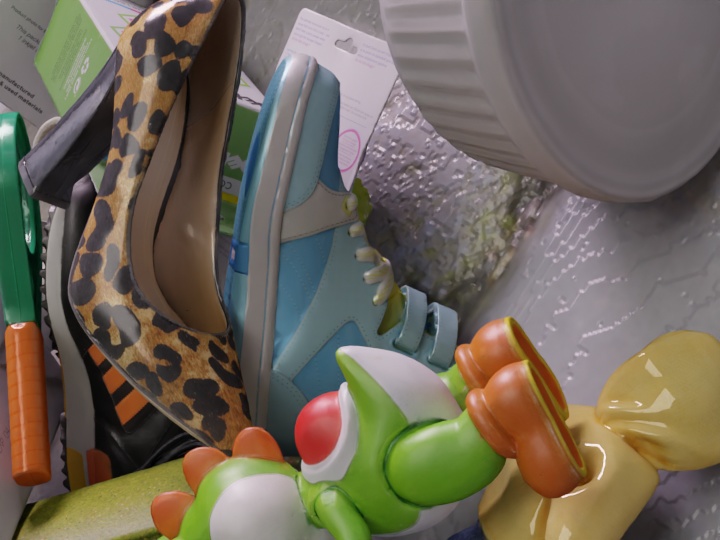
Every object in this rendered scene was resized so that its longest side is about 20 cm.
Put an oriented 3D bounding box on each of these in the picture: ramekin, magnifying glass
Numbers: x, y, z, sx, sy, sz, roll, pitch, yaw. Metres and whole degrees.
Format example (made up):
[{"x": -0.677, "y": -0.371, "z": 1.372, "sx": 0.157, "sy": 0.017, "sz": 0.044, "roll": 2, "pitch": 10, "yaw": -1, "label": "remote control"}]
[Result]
[{"x": 0.095, "y": -0.136, "z": 0.730, "sx": 0.094, "sy": 0.201, "sz": 0.204, "roll": 6, "pitch": 74, "yaw": 49, "label": "ramekin"}, {"x": -0.178, "y": 0.011, "z": 0.814, "sx": 0.022, "sy": 0.080, "sz": 0.202, "roll": -8, "pitch": 68, "yaw": -5, "label": "magnifying glass"}]

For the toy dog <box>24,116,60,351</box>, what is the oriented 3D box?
[{"x": -0.192, "y": 0.017, "z": 0.908, "sx": 0.132, "sy": 0.096, "sz": 0.200, "roll": 41, "pitch": 112, "yaw": 5, "label": "toy dog"}]

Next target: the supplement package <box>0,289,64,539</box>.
[{"x": -0.249, "y": 0.073, "z": 0.780, "sx": 0.110, "sy": 0.157, "sz": 0.201, "roll": -24, "pitch": 23, "yaw": 15, "label": "supplement package"}]

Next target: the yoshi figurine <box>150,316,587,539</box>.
[{"x": 0.003, "y": 0.112, "z": 0.670, "sx": 0.199, "sy": 0.112, "sz": 0.113, "roll": -29, "pitch": 58, "yaw": 10, "label": "yoshi figurine"}]

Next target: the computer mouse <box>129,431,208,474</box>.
[{"x": -0.074, "y": 0.184, "z": 0.794, "sx": 0.140, "sy": 0.046, "sz": 0.201, "roll": -35, "pitch": 72, "yaw": 7, "label": "computer mouse"}]

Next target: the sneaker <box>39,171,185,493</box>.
[{"x": -0.116, "y": 0.044, "z": 0.839, "sx": 0.089, "sy": 0.070, "sz": 0.203, "roll": -1, "pitch": 105, "yaw": 5, "label": "sneaker"}]

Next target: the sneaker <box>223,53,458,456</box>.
[{"x": 0.000, "y": 0.000, "z": 0.772, "sx": 0.080, "sy": 0.129, "sz": 0.202, "roll": -117, "pitch": 35, "yaw": -77, "label": "sneaker"}]

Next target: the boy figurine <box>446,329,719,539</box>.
[{"x": 0.089, "y": 0.105, "z": 0.698, "sx": 0.200, "sy": 0.065, "sz": 0.124, "roll": -43, "pitch": 11, "yaw": 0, "label": "boy figurine"}]

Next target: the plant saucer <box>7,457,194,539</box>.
[{"x": -0.114, "y": 0.201, "z": 0.745, "sx": 0.198, "sy": 0.048, "sz": 0.202, "roll": -19, "pitch": 80, "yaw": 26, "label": "plant saucer"}]

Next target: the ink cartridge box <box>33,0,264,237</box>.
[{"x": -0.110, "y": -0.092, "z": 0.873, "sx": 0.060, "sy": 0.103, "sz": 0.200, "roll": -62, "pitch": 30, "yaw": 16, "label": "ink cartridge box"}]

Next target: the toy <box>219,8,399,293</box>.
[{"x": -0.030, "y": -0.033, "z": 0.862, "sx": 0.115, "sy": 0.047, "sz": 0.202, "roll": 32, "pitch": 99, "yaw": 52, "label": "toy"}]

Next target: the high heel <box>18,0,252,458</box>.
[{"x": -0.070, "y": -0.027, "z": 0.710, "sx": 0.142, "sy": 0.071, "sz": 0.201, "roll": -43, "pitch": 65, "yaw": 19, "label": "high heel"}]

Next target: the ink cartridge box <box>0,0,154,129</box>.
[{"x": -0.183, "y": -0.209, "z": 1.007, "sx": 0.200, "sy": 0.084, "sz": 0.144, "roll": -50, "pitch": 32, "yaw": 7, "label": "ink cartridge box"}]
